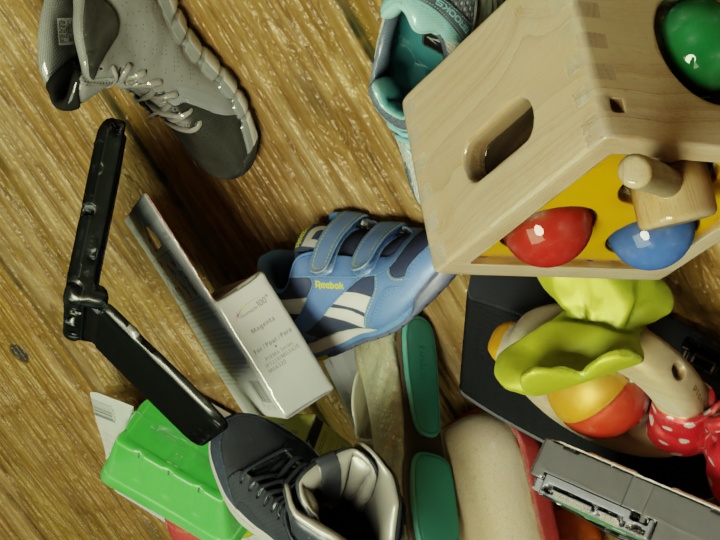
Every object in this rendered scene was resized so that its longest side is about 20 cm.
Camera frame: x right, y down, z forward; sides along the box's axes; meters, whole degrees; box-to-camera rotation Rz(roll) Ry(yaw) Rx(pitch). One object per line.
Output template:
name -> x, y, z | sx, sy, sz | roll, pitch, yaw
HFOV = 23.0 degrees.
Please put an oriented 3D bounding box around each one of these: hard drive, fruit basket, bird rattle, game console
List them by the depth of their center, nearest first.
bird rattle -> 0.164, 0.064, 1.059 | 0.199, 0.113, 0.163 | 33, 158, -23
hard drive -> 0.198, 0.162, 1.105 | 0.139, 0.038, 0.200 | 21, 174, 30
hard drive -> 0.155, 0.073, 1.158 | 0.199, 0.042, 0.136 | 23, 140, 19
game console -> -0.135, 0.013, 1.166 | 0.115, 0.178, 0.200 | 12, 169, -8
fruit basket -> -0.138, 0.182, 1.492 | 0.184, 0.094, 0.201 | 27, 157, 15

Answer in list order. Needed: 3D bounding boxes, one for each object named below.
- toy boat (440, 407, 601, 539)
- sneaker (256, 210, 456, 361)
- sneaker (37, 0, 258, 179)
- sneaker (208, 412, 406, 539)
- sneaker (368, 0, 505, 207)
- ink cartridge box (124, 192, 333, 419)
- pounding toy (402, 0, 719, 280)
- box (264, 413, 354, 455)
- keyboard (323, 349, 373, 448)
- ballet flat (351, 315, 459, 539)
toy boat -> 0.117, 0.200, 1.259 | 0.130, 0.130, 0.202 | -34, 62, 51
sneaker -> 0.000, 0.000, 1.187 | 0.199, 0.074, 0.083 | -26, 103, 45
sneaker -> -0.150, -0.119, 1.151 | 0.075, 0.116, 0.201 | -5, 125, 42
sneaker -> -0.037, 0.137, 1.153 | 0.202, 0.077, 0.147 | 47, 158, 31
sneaker -> 0.034, -0.103, 1.041 | 0.077, 0.086, 0.201 | 20, 139, 23
ink cartridge box -> -0.097, 0.020, 1.243 | 0.175, 0.043, 0.200 | 59, 168, -3
pounding toy -> 0.133, -0.063, 0.886 | 0.200, 0.183, 0.144 | -39, 56, 52
box -> -0.008, 0.182, 1.325 | 0.050, 0.076, 0.200 | 1, 151, 40
keyboard -> 0.008, 0.092, 1.327 | 0.056, 0.011, 0.201 | -2, 127, 33
ballet flat -> 0.027, 0.127, 1.217 | 0.062, 0.202, 0.067 | -19, 153, 32
